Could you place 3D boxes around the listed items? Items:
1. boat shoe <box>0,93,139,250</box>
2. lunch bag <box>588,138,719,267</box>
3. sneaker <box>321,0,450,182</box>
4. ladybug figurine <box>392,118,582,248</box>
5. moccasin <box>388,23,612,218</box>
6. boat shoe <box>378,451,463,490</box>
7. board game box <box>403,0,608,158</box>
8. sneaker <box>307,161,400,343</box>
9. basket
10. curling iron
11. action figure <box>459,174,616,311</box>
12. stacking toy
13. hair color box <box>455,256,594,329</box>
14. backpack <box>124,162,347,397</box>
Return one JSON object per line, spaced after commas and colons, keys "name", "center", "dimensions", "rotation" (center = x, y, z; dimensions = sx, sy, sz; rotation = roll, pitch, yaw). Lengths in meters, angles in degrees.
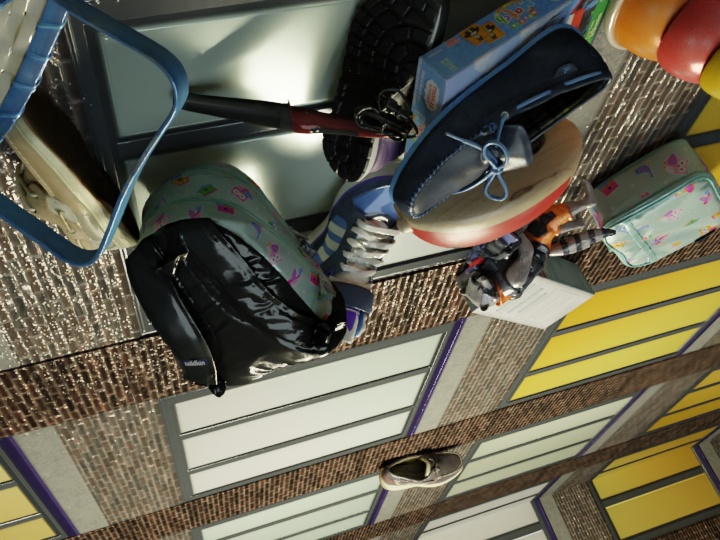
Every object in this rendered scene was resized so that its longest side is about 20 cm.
{"name": "boat shoe", "center": [-0.243, -0.066, 0.638], "dimensions": [0.065, 0.072, 0.200], "rotation": [-22, 157, -3]}
{"name": "lunch bag", "center": [0.388, -0.077, 1.036], "dimensions": [0.160, 0.077, 0.200], "rotation": [-34, 149, 20]}
{"name": "sneaker", "center": [0.034, -0.168, 0.674], "dimensions": [0.087, 0.076, 0.200], "rotation": [-26, 158, -37]}
{"name": "ladybug figurine", "center": [0.122, -0.081, 0.755], "dimensions": [0.200, 0.136, 0.072], "rotation": [-27, 127, -10]}
{"name": "moccasin", "center": [0.110, -0.109, 0.611], "dimensions": [0.200, 0.068, 0.080], "rotation": [-44, 159, 2]}
{"name": "boat shoe", "center": [0.140, 0.436, 1.737], "dimensions": [0.199, 0.072, 0.065], "rotation": [-5, 152, -17]}
{"name": "board game box", "center": [0.124, -0.166, 0.679], "dimensions": [0.200, 0.037, 0.151], "rotation": [-35, 158, -20]}
{"name": "sneaker", "center": [0.000, 0.000, 0.816], "dimensions": [0.080, 0.147, 0.200], "rotation": [15, 140, -31]}
{"name": "basket", "center": [-0.216, -0.105, 0.465], "dimensions": [0.200, 0.139, 0.176], "rotation": [30, 128, -12]}
{"name": "curling iron", "center": [-0.052, -0.130, 0.633], "dimensions": [0.199, 0.026, 0.050], "rotation": [7, 145, 6]}
{"name": "action figure", "center": [0.202, -0.024, 0.931], "dimensions": [0.193, 0.105, 0.200], "rotation": [-40, 179, -1]}
{"name": "stacking toy", "center": [0.317, -0.191, 0.659], "dimensions": [0.146, 0.200, 0.146], "rotation": [-29, 157, -14]}
{"name": "hair color box", "center": [0.237, 0.023, 1.120], "dimensions": [0.099, 0.061, 0.200], "rotation": [-40, 147, 28]}
{"name": "backpack", "center": [-0.122, 0.004, 0.725], "dimensions": [0.166, 0.127, 0.200], "rotation": [-26, 127, 14]}
